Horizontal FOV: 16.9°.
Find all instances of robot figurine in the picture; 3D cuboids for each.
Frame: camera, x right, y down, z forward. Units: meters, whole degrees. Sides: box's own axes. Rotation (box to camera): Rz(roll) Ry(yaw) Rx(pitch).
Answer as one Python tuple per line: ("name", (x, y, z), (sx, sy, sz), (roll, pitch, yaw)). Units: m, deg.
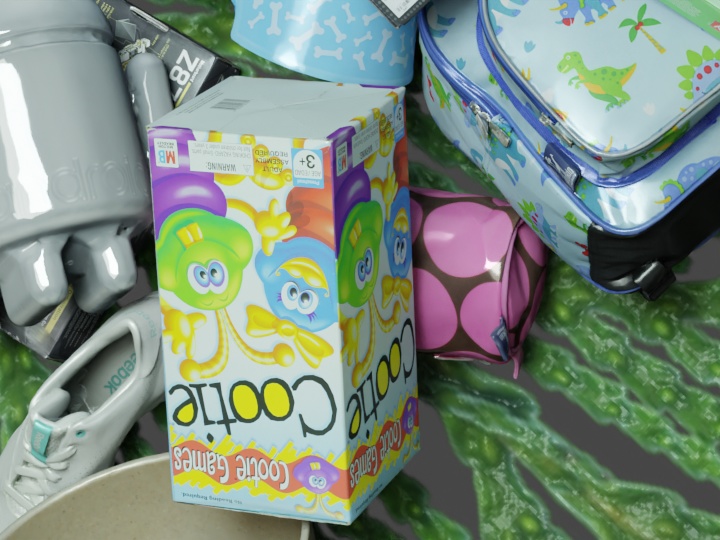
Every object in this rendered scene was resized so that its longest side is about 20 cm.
("robot figurine", (-0.178, -0.074, 1.322), (0.169, 0.113, 0.201), (-11, 81, -29))

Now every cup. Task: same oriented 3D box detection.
("cup", (-0.100, 0.212, 1.287), (0.199, 0.201, 0.144), (-12, 120, 14))

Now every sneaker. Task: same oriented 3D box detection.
("sneaker", (-0.167, 0.095, 1.355), (0.075, 0.088, 0.201), (37, 104, 13))

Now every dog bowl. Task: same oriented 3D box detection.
("dog bowl", (-0.046, -0.162, 1.322), (0.200, 0.111, 0.050), (37, 117, 38))

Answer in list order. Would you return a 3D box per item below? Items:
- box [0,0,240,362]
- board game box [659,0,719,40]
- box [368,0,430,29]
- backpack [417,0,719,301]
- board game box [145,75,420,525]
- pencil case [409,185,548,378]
("box", (-0.187, -0.072, 1.408), (0.161, 0.049, 0.201), (30, 93, 19))
("board game box", (0.217, -0.164, 1.183), (0.199, 0.029, 0.135), (33, 75, -4))
("box", (0.075, -0.224, 1.237), (0.200, 0.160, 0.044), (-42, 105, 14))
("backpack", (0.130, -0.119, 1.261), (0.183, 0.147, 0.200), (-40, 65, -13))
("board game box", (-0.036, 0.013, 1.241), (0.102, 0.105, 0.201), (6, 111, 22))
("pencil case", (0.000, 0.000, 1.330), (0.199, 0.091, 0.094), (10, 123, 19))
